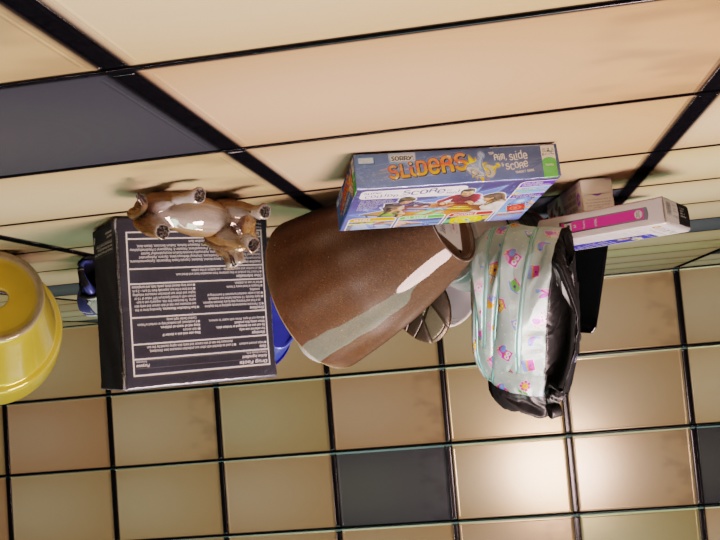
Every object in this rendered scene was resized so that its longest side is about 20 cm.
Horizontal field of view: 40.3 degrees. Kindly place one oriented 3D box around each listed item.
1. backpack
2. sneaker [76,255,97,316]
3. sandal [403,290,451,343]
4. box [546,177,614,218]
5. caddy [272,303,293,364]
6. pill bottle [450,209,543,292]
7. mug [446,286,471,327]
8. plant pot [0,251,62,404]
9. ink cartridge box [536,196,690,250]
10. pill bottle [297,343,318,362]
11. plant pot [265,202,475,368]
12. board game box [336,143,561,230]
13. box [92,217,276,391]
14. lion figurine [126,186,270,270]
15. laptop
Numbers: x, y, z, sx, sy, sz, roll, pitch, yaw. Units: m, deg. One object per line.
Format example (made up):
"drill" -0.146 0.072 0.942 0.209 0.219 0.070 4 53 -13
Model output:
"backpack" 0.192 0.047 1.135 0.124 0.203 0.167 1 -153 14
"sneaker" -0.400 0.014 1.515 0.198 0.082 0.114 -19 164 41
"sandal" 0.050 0.007 1.287 0.082 0.200 0.054 -54 158 19
"box" 0.277 -0.081 1.250 0.041 0.039 0.200 -6 175 0
"caddy" -0.163 0.050 1.452 0.139 0.204 0.105 7 158 -19
"pill bottle" 0.161 -0.030 1.268 0.114 0.118 0.199 -8 174 36
"mug" 0.059 0.000 1.509 0.199 0.150 0.174 35 159 -30
"plant pot" -0.517 0.069 1.386 0.197 0.204 0.189 -3 160 -24
"ink cartridge box" 0.283 -0.049 1.175 0.197 0.038 0.094 -13 169 33
"pill bottle" -0.035 0.058 1.461 0.117 0.121 0.201 -3 152 -19
"plant pot" 0.025 -0.012 1.116 0.198 0.190 0.186 -27 164 31
"board game box" 0.081 -0.080 0.966 0.196 0.035 0.135 -4 166 -10
"box" -0.220 0.041 1.218 0.197 0.202 0.123 -2 174 -29
"lion figurine" -0.175 -0.053 1.015 0.121 0.074 0.198 9 172 46
"laptop" 0.292 -0.003 1.362 0.176 0.105 0.199 0 -159 46
